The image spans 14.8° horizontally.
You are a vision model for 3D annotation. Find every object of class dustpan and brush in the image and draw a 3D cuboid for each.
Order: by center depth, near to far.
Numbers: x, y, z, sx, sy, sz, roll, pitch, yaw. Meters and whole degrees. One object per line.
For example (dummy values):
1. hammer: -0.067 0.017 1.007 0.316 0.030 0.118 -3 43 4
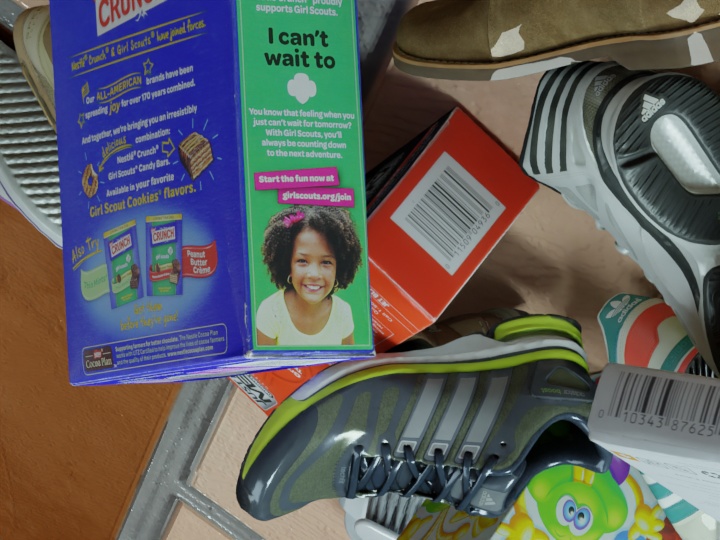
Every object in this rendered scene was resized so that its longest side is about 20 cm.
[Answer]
1. dustpan and brush: 0.061 0.178 1.634 0.200 0.057 0.140 31 150 13

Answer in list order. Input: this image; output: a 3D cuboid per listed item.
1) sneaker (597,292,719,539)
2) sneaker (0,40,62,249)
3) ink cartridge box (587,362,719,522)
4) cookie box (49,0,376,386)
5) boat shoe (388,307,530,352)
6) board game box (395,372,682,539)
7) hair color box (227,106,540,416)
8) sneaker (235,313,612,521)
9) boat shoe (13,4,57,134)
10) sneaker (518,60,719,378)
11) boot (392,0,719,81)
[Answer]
1. sneaker: 0.169 0.086 1.392 0.093 0.070 0.200 36 159 42
2. sneaker: -0.197 -0.067 1.572 0.200 0.073 0.114 45 156 9
3. ink cartridge box: 0.231 0.099 1.215 0.198 0.047 0.200 6 166 35
4. cookie box: -0.073 -0.051 1.327 0.171 0.075 0.200 -10 82 54
5. boat shoe: 0.019 0.065 1.485 0.200 0.072 0.076 -36 61 53
6. board game box: 0.081 0.165 1.448 0.105 0.200 0.103 47 150 -16
7. hair color box: 0.000 0.000 1.406 0.061 0.102 0.200 43 150 -7
8. sneaker: 0.035 0.083 1.336 0.081 0.200 0.074 58 156 33
9. boat shoe: -0.116 -0.061 1.490 0.065 0.071 0.200 5 130 54
10. sneaker: 0.143 -0.022 1.245 0.201 0.076 0.115 56 167 -31
11. boot: 0.087 -0.124 1.185 0.200 0.074 0.076 -4 112 45
